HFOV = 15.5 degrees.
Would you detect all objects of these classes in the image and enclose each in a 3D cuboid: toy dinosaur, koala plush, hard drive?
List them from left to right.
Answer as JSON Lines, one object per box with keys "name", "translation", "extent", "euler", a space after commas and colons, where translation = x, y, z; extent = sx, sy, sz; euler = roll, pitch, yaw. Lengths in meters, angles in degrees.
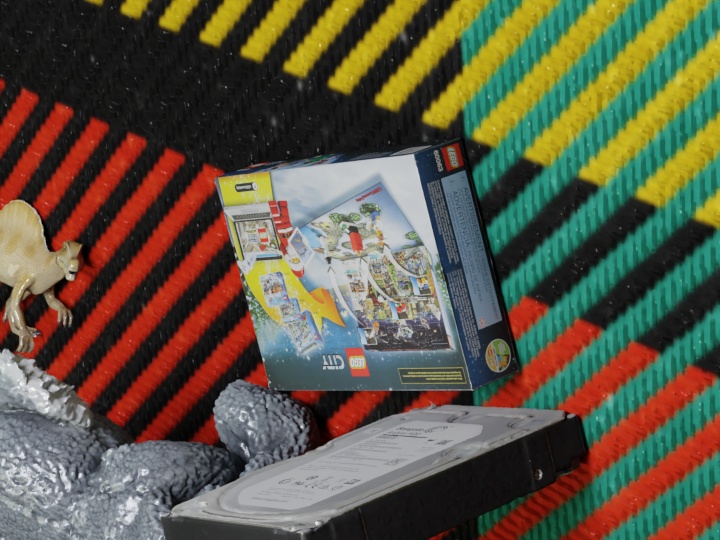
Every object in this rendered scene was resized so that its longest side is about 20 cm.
{"name": "toy dinosaur", "translation": [-0.253, -0.002, 1.873], "extent": [0.199, 0.058, 0.102], "euler": [16, 105, 39]}
{"name": "koala plush", "translation": [-0.158, 0.142, 1.626], "extent": [0.199, 0.184, 0.178], "euler": [27, 118, 8]}
{"name": "hard drive", "translation": [0.008, 0.120, 1.452], "extent": [0.139, 0.199, 0.038], "euler": [0, 105, 53]}

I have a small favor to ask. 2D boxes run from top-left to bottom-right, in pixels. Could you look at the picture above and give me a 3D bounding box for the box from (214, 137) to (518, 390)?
{"name": "box", "translation": [0.000, 0.000, 1.539], "extent": [0.200, 0.038, 0.137], "euler": [-3, 105, 53]}
